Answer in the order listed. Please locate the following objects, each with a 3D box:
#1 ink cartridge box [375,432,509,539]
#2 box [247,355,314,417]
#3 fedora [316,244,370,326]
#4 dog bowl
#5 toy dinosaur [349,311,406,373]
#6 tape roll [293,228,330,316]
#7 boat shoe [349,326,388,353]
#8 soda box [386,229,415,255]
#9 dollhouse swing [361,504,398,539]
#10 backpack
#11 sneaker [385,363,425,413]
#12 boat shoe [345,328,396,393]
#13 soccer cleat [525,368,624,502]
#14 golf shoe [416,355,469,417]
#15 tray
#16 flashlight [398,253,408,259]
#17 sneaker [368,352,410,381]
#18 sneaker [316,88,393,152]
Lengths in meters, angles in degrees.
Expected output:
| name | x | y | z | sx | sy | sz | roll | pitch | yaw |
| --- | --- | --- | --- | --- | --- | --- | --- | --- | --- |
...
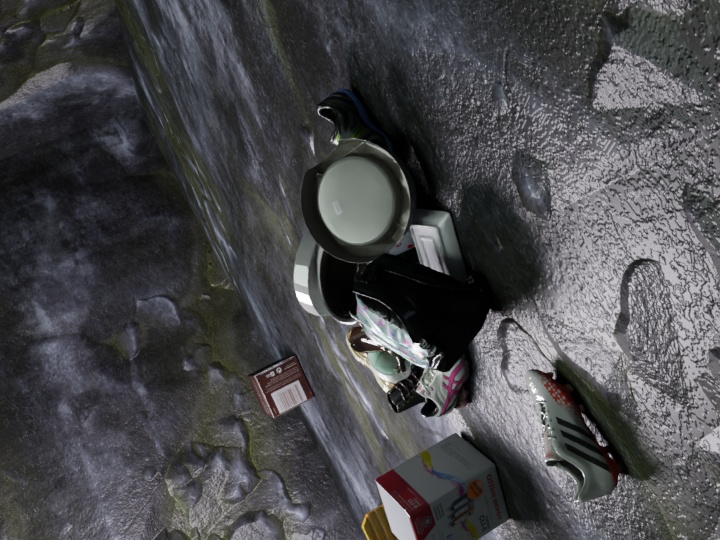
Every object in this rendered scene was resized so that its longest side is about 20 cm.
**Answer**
| name | x | y | z | sx | sy | sz | roll | pitch | yaw |
| --- | --- | --- | --- | --- | --- | --- | --- | --- | --- |
| ink cartridge box | 0.160 | 0.443 | 1.648 | 0.144 | 0.199 | 0.146 | 30 | 142 | 59 |
| box | -0.286 | 0.410 | 3.012 | 0.165 | 0.165 | 0.200 | 64 | 163 | 0 |
| fedora | 0.000 | 0.000 | 1.523 | 0.176 | 0.090 | 0.201 | 26 | 120 | 46 |
| dog bowl | 0.001 | -0.115 | 1.379 | 0.199 | 0.059 | 0.202 | 6 | 103 | 27 |
| toy dinosaur | 0.084 | 0.109 | 1.425 | 0.077 | 0.199 | 0.103 | -74 | -29 | -46 |
| tape roll | -0.058 | -0.013 | 1.645 | 0.037 | 0.203 | 0.204 | 15 | 135 | 29 |
| boat shoe | 0.059 | 0.112 | 1.522 | 0.070 | 0.199 | 0.071 | 43 | -141 | -33 |
| soda box | 0.031 | -0.124 | 1.481 | 0.201 | 0.068 | 0.064 | 57 | 162 | 26 |
| dollhouse swing | 0.126 | 0.656 | 2.038 | 0.177 | 0.199 | 0.182 | 70 | 163 | -11 |
| backpack | 0.082 | 0.065 | 1.331 | 0.199 | 0.167 | 0.127 | 25 | 141 | 26 |
| sneaker | 0.109 | 0.214 | 1.643 | 0.075 | 0.106 | 0.201 | 55 | 160 | 31 |
| boat shoe | 0.040 | 0.183 | 1.907 | 0.200 | 0.071 | 0.076 | 45 | 141 | 33 |
| soccer cleat | 0.278 | 0.227 | 1.182 | 0.201 | 0.085 | 0.069 | 58 | 162 | 24 |
| golf shoe | 0.146 | 0.196 | 1.535 | 0.073 | 0.092 | 0.201 | 50 | 156 | 44 |
| tray | 0.130 | -0.004 | 1.388 | 0.107 | 0.022 | 0.201 | 11 | 124 | 53 |
| flashlight | 0.027 | -0.065 | 1.585 | 0.201 | 0.068 | 0.068 | 62 | -171 | 10 |
| sneaker | 0.040 | 0.115 | 1.620 | 0.201 | 0.073 | 0.119 | -114 | 11 | -52 |
| sneaker | -0.007 | -0.220 | 1.439 | 0.200 | 0.082 | 0.071 | 55 | 160 | 21 |
